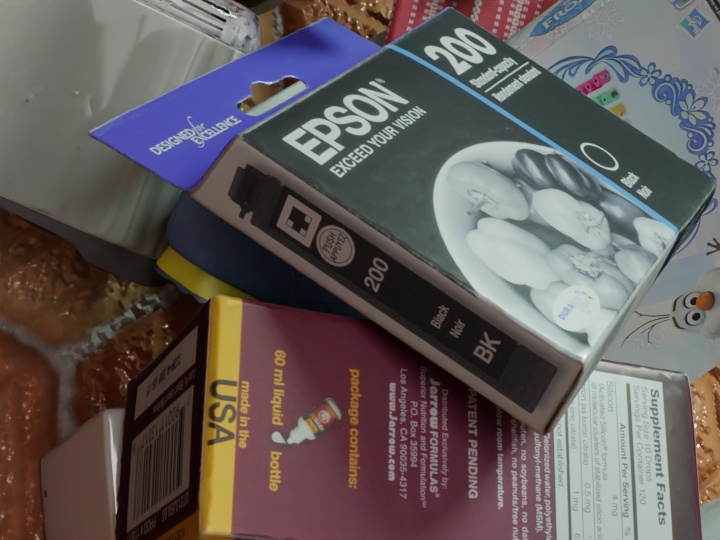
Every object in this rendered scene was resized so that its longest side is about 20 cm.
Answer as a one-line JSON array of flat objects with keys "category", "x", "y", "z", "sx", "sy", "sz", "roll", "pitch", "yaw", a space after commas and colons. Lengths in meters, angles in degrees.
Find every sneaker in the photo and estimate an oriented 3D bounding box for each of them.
[{"category": "sneaker", "x": 0.000, "y": 0.000, "z": 0.671, "sx": 0.199, "sy": 0.066, "sz": 0.079, "roll": 26, "pitch": 93, "yaw": -43}]

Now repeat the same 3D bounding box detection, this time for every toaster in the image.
[{"category": "toaster", "x": -0.128, "y": -0.080, "z": 0.666, "sx": 0.198, "sy": 0.114, "sz": 0.131, "roll": 24, "pitch": 94, "yaw": -11}]

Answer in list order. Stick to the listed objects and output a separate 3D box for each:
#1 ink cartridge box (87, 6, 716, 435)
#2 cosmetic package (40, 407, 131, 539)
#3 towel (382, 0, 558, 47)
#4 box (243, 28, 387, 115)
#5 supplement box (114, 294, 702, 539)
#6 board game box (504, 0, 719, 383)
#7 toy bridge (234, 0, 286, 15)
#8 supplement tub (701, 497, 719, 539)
[{"category": "ink cartridge box", "x": 0.028, "y": -0.044, "z": 0.589, "sx": 0.199, "sy": 0.044, "sz": 0.198, "roll": 32, "pitch": 32, "yaw": 11}, {"category": "cosmetic package", "x": -0.025, "y": 0.165, "z": 0.658, "sx": 0.197, "sy": 0.123, "sz": 0.202, "roll": -1, "pitch": 75, "yaw": -26}, {"category": "towel", "x": 0.104, "y": -0.088, "z": 0.776, "sx": 0.197, "sy": 0.022, "sz": 0.147, "roll": 14, "pitch": 88, "yaw": -11}, {"category": "box", "x": 0.013, "y": -0.042, "z": 0.785, "sx": 0.199, "sy": 0.036, "sz": 0.145, "roll": -34, "pitch": 91, "yaw": -27}, {"category": "supplement box", "x": 0.017, "y": 0.080, "z": 0.570, "sx": 0.197, "sy": 0.110, "sz": 0.087, "roll": 10, "pitch": 67, "yaw": -22}, {"category": "board game box", "x": 0.134, "y": -0.037, "z": 0.735, "sx": 0.198, "sy": 0.043, "sz": 0.200, "roll": -36, "pitch": 115, "yaw": 9}, {"category": "toy bridge", "x": -0.052, "y": -0.162, "z": 0.720, "sx": 0.067, "sy": 0.200, "sz": 0.027, "roll": 38, "pitch": 26, "yaw": -23}, {"category": "supplement tub", "x": 0.212, "y": 0.221, "z": 0.748, "sx": 0.122, "sy": 0.122, "sz": 0.202, "roll": -26, "pitch": 86, "yaw": -28}]
